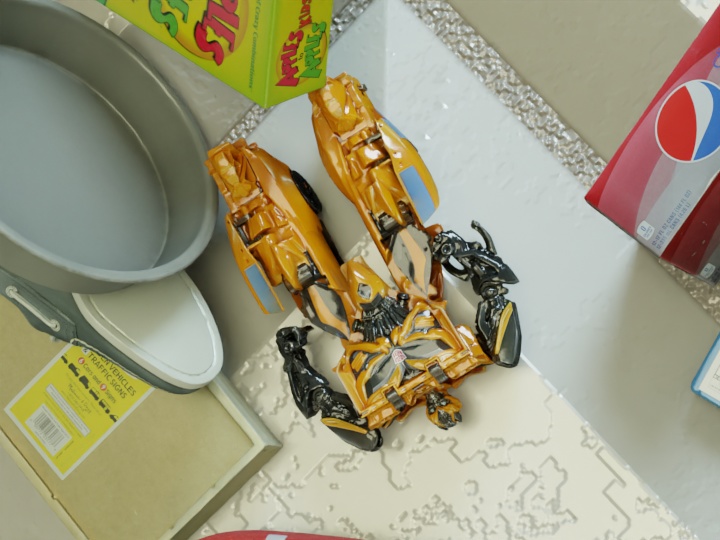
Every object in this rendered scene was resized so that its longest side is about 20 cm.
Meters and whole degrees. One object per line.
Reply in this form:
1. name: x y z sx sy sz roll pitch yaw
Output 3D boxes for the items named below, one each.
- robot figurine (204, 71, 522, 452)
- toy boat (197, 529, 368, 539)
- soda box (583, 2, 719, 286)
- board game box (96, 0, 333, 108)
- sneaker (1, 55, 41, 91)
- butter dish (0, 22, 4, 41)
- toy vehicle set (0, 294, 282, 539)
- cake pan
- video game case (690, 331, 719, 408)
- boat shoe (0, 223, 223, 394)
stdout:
1. robot figurine: 0.000 0.000 1.663 0.145 0.058 0.200 -32 76 12
2. toy boat: -0.035 0.209 1.623 0.200 0.131 0.131 4 87 19
3. soda box: 0.209 -0.095 1.587 0.063 0.070 0.200 40 99 36
4. board game box: -0.098 -0.181 1.665 0.200 0.048 0.102 34 131 35
5. sneaker: -0.272 -0.068 1.755 0.200 0.075 0.079 -39 73 12
6. butter dish: -0.269 -0.172 1.724 0.148 0.200 0.200 34 98 -8
7. toy vehicle set: -0.153 0.069 1.729 0.124 0.027 0.200 -43 74 11
8. cake pan: -0.171 -0.067 1.663 0.037 0.200 0.200 -45 72 36
9. video game case: 0.284 0.011 1.588 0.143 0.018 0.200 31 96 19
10. boat shoe: -0.161 0.007 1.699 0.200 0.073 0.062 39 135 10
